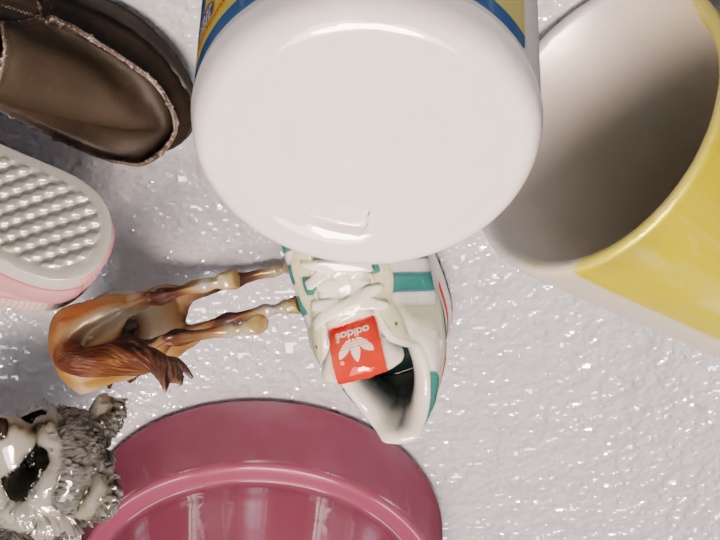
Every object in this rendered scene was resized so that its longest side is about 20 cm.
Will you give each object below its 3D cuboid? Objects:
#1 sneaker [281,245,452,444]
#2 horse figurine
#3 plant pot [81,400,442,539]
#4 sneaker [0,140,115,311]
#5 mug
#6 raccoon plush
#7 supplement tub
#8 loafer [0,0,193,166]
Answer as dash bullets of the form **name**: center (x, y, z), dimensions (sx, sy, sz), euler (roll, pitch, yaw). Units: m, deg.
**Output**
- **sneaker**: center (0.000, 0.000, 1.421), dimensions (0.070, 0.094, 0.200), euler (-12, 132, 12)
- **horse figurine**: center (-0.101, 0.030, 1.421), dimensions (0.132, 0.200, 0.050), euler (-17, 92, 14)
- **plant pot**: center (-0.056, 0.199, 1.548), dimensions (0.199, 0.180, 0.201), euler (1, 132, 1)
- **sneaker**: center (-0.209, -0.043, 1.399), dimensions (0.200, 0.076, 0.105), euler (31, 165, 2)
- **mug**: center (0.163, -0.023, 1.347), dimensions (0.153, 0.187, 0.149), euler (33, 107, -36)
- **raccoon plush**: center (-0.161, 0.126, 1.523), dimensions (0.133, 0.097, 0.200), euler (-15, 159, 13)
- **supplement tub**: center (0.004, -0.117, 1.241), dimensions (0.144, 0.201, 0.145), euler (1, 132, 1)
- **loafer**: center (-0.165, -0.099, 1.349), dimensions (0.199, 0.072, 0.073), euler (29, 127, -23)
